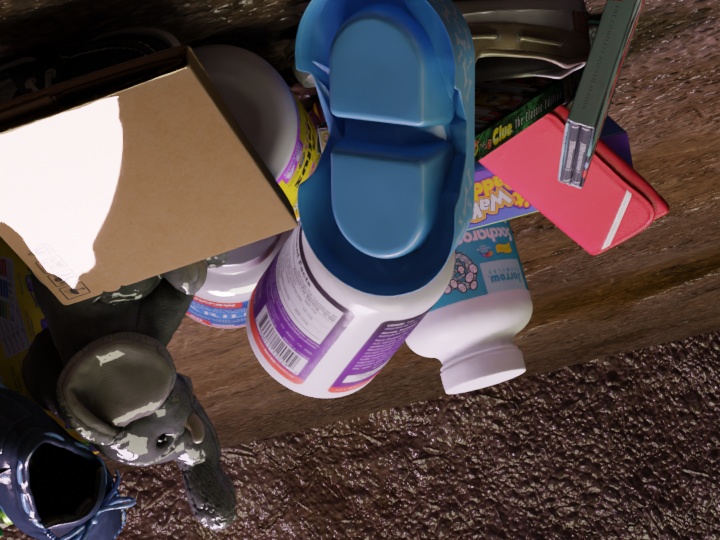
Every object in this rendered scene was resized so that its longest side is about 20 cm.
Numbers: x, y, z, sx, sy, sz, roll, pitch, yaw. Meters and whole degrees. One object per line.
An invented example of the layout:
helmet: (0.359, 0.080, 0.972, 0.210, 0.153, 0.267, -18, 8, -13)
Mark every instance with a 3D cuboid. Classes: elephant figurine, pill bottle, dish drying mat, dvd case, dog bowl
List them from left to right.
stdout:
elephant figurine: (-0.160, 0.066, 1.634, 0.154, 0.202, 0.141, 8, 180, 16)
pill bottle: (-0.102, -0.025, 1.870, 0.111, 0.113, 0.200, -15, 170, -5)
pill bottle: (-0.079, -0.079, 1.615, 0.104, 0.105, 0.200, -17, 171, 5)
pill bottle: (0.000, 0.000, 1.716, 0.111, 0.112, 0.200, -11, 158, -28)
dog bowl: (0.020, -0.087, 1.510, 0.111, 0.202, 0.050, 9, -160, 28)
pill bottle: (0.076, -0.004, 2.013, 0.110, 0.201, 0.111, -16, 171, -3)
dish drying mat: (0.152, -0.070, 1.808, 0.076, 0.018, 0.200, -28, 143, 22)
dvd case: (0.162, -0.141, 1.593, 0.022, 0.147, 0.200, 18, 173, 5)

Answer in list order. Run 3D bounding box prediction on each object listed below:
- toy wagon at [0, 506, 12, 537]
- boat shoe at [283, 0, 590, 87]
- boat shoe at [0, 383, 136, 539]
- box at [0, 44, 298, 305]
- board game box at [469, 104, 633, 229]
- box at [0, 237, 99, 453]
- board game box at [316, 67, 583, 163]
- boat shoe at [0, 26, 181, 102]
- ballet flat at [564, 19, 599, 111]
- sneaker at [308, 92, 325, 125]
toy wagon: (-0.314, 0.173, 1.644, 0.154, 0.040, 0.200, -15, 172, 2)
boat shoe: (0.053, -0.142, 1.574, 0.198, 0.069, 0.075, -14, 172, -5)
boat shoe: (-0.202, 0.148, 1.608, 0.084, 0.068, 0.200, -54, 150, -6)
box: (-0.142, -0.052, 1.450, 0.162, 0.021, 0.200, -18, 149, 9)
board game box: (0.098, -0.081, 1.903, 0.199, 0.045, 0.135, -15, -159, -6)
box: (-0.303, 0.050, 1.680, 0.121, 0.202, 0.192, -19, 170, 34)
board game box: (0.063, -0.108, 1.626, 0.104, 0.024, 0.200, 7, -157, 27)
boat shoe: (-0.188, -0.090, 1.455, 0.199, 0.076, 0.060, -23, 174, 34)
ballet flat: (0.114, -0.120, 1.816, 0.072, 0.073, 0.200, -8, 168, -41)
sneaker: (-0.017, -0.088, 1.761, 0.090, 0.075, 0.200, -23, 169, 8)
